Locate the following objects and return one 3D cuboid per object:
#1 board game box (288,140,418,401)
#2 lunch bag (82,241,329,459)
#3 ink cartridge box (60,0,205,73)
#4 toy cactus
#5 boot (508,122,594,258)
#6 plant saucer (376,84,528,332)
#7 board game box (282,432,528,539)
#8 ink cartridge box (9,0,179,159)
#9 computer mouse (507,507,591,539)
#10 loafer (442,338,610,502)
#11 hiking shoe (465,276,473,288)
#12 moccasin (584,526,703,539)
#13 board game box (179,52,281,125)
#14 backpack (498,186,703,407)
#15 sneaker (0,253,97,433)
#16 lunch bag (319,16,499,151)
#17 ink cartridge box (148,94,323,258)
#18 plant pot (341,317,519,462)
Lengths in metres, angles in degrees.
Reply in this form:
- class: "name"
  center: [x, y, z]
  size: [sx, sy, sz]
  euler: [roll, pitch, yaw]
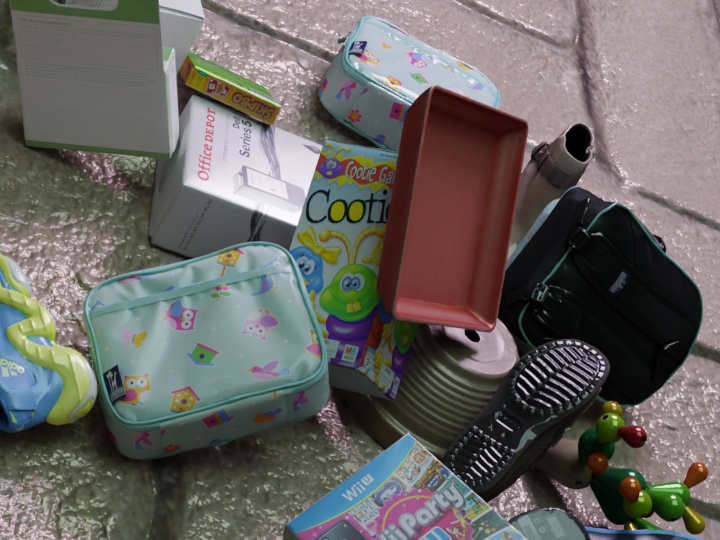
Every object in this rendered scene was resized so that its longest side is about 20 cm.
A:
- class: "board game box"
  center: [0.000, 0.000, 1.595]
  size: [0.103, 0.201, 0.105]
  euler: [11, -15, 24]
- class: "lunch bag"
  center: [-0.135, 0.063, 1.486]
  size: [0.199, 0.077, 0.161]
  euler: [-13, 61, -10]
- class: "ink cartridge box"
  center: [-0.236, -0.272, 1.797]
  size: [0.084, 0.145, 0.201]
  euler: [11, 42, -28]
- class: "toy cactus"
  center: [0.235, 0.185, 1.656]
  size: [0.165, 0.103, 0.200]
  euler: [19, -21, 38]
- class: "boot"
  center: [0.192, -0.071, 1.899]
  size: [0.070, 0.146, 0.200]
  euler: [29, 37, -10]
- class: "plant saucer"
  center: [0.078, -0.051, 1.568]
  size: [0.037, 0.201, 0.200]
  euler: [9, 0, 31]
- class: "board game box"
  center: [0.054, 0.249, 1.437]
  size: [0.147, 0.064, 0.200]
  euler: [-34, 60, -31]
- class: "ink cartridge box"
  center: [-0.244, -0.199, 1.628]
  size: [0.145, 0.201, 0.048]
  euler: [6, 38, 5]
- class: "computer mouse"
  center: [0.094, 0.243, 1.532]
  size: [0.199, 0.046, 0.141]
  euler: [-23, 65, -25]
- class: "loafer"
  center: [0.148, 0.139, 1.618]
  size: [0.200, 0.071, 0.073]
  euler: [-38, 63, -21]
- class: "hiking shoe"
  center: [0.085, 0.000, 1.740]
  size: [0.075, 0.086, 0.200]
  euler: [66, 13, 1]
- class: "moccasin"
  center: [0.237, 0.280, 1.609]
  size: [0.199, 0.081, 0.068]
  euler: [5, 49, -14]
- class: "board game box"
  center: [-0.138, -0.191, 1.818]
  size: [0.095, 0.030, 0.200]
  euler: [24, 10, -13]
- class: "backpack"
  center: [0.240, 0.033, 1.792]
  size: [0.200, 0.176, 0.153]
  euler: [38, -4, -21]
- class: "sneaker"
  center: [-0.306, 0.054, 1.432]
  size: [0.105, 0.076, 0.200]
  euler: [-26, 57, -40]
- class: "lunch bag"
  center: [0.056, -0.200, 1.987]
  size: [0.199, 0.077, 0.161]
  euler: [30, 36, -6]
- class: "ink cartridge box"
  center: [-0.095, -0.067, 1.723]
  size: [0.199, 0.084, 0.146]
  euler: [20, 38, -18]
- class: "plant pot"
  center: [0.084, 0.091, 1.677]
  size: [0.200, 0.093, 0.201]
  euler: [20, 39, -17]
